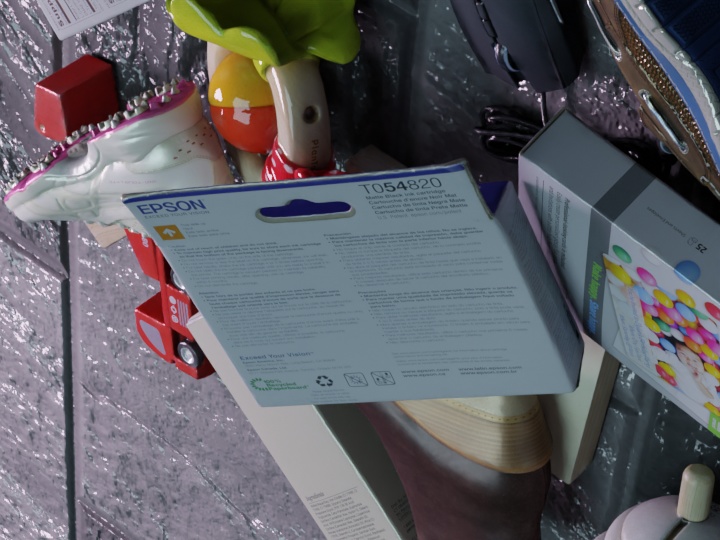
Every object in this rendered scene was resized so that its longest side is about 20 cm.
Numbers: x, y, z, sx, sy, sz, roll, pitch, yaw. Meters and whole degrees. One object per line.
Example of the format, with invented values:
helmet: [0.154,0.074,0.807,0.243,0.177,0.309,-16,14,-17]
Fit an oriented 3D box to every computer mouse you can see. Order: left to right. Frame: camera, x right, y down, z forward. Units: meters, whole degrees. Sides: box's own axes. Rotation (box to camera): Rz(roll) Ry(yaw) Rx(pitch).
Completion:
computer mouse: [0.099,-0.122,1.143,0.140,0.046,0.200,23,134,37]

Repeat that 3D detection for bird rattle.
bird rattle: [-0.042,-0.093,1.294,0.163,0.113,0.200,28,139,64]

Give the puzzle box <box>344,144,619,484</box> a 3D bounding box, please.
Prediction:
puzzle box: [0.066,0.025,1.319,0.200,0.025,0.133,35,140,24]

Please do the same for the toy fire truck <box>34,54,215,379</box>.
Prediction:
toy fire truck: [-0.149,-0.033,1.490,0.141,0.049,0.200,28,137,32]

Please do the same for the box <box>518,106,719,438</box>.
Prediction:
box: [0.169,0.020,1.146,0.200,0.041,0.156,38,163,19]

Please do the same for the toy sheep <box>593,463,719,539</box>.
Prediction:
toy sheep: [0.175,0.196,1.248,0.138,0.138,0.200,31,130,28]

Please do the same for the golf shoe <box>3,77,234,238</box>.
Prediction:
golf shoe: [-0.153,-0.050,1.384,0.200,0.075,0.092,-19,109,51]

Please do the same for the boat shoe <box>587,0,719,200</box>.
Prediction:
boat shoe: [0.177,-0.085,1.079,0.200,0.072,0.072,59,160,-11]

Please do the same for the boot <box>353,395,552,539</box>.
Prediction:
boot: [0.028,0.108,1.343,0.200,0.072,0.166,19,130,33]

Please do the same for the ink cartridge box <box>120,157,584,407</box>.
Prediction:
ink cartridge box: [0.000,0.000,1.187,0.200,0.041,0.200,-4,142,22]

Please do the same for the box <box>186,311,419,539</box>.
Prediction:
box: [-0.021,0.092,1.433,0.082,0.068,0.200,-25,99,53]

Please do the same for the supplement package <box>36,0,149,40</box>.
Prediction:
supplement package: [-0.109,-0.220,1.239,0.200,0.114,0.110,-13,110,51]
